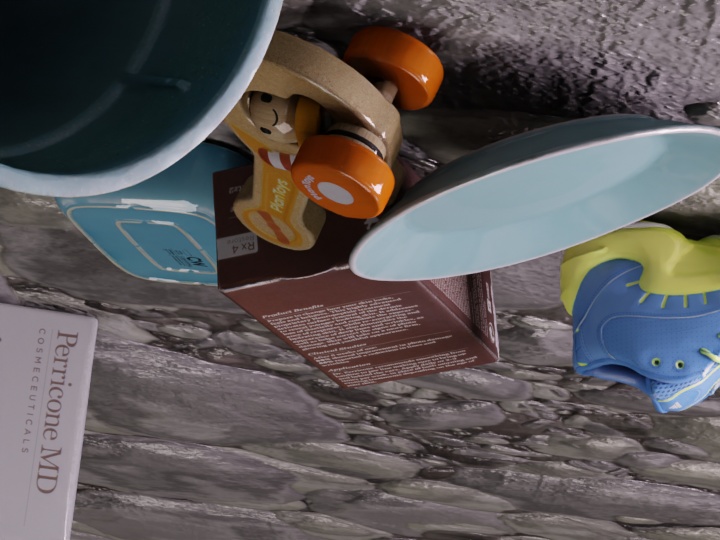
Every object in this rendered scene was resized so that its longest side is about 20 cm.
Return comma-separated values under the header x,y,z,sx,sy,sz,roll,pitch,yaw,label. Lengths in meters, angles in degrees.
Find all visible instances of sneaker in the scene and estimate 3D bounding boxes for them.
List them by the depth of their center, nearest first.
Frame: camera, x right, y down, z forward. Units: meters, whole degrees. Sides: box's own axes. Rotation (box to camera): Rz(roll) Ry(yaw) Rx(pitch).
x,y,z,sx,sy,sz,roll,pitch,yaw,label
0.203,0.030,1.515,0.199,0.105,0.076,2,164,21,sneaker

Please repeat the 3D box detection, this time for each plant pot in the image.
x,y,z,sx,sy,sz,roll,pitch,yaw,label
-0.162,-0.127,0.991,0.200,0.201,0.196,21,167,-42,plant pot

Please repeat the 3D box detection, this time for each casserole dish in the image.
x,y,z,sx,sy,sz,roll,pitch,yaw,label
-0.105,-0.030,1.574,0.121,0.039,0.200,4,165,13,casserole dish

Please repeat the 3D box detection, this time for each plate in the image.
x,y,z,sx,sy,sz,roll,pitch,yaw,label
0.087,-0.040,1.377,0.200,0.026,0.200,-15,167,-3,plate

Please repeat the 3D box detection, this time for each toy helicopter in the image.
x,y,z,sx,sy,sz,roll,pitch,yaw,label
-0.043,-0.060,1.351,0.132,0.079,0.200,23,158,3,toy helicopter

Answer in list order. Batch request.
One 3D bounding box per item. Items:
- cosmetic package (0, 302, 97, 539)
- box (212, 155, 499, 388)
x,y,z,sx,sy,sz,roll,pitch,yaw,label
-0.292,0.114,1.935,0.199,0.168,0.166,8,164,-6,cosmetic package
0.000,0.000,1.536,0.100,0.075,0.200,-10,161,15,box
